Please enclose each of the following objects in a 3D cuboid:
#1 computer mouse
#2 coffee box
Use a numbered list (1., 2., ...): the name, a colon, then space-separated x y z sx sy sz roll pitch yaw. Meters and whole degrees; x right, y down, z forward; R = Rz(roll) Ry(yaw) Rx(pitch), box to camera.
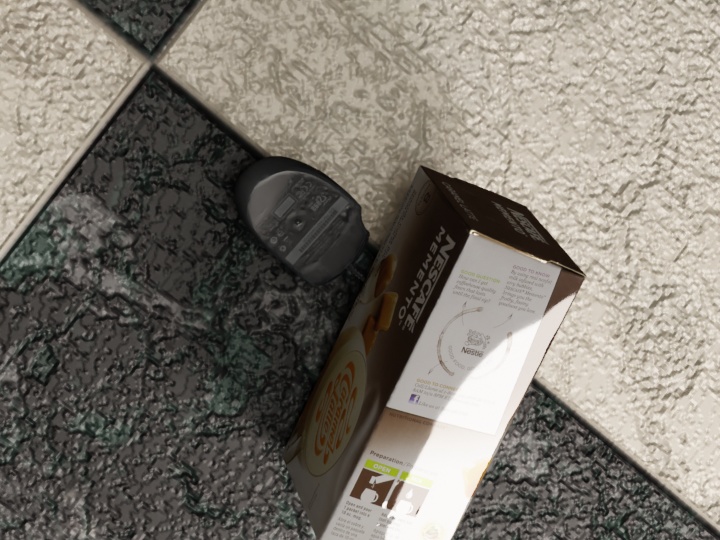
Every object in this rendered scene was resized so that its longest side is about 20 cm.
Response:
1. computer mouse: 0.000 0.000 1.170 0.059 0.034 0.200 -44 116 5
2. coffee box: 0.038 0.057 1.122 0.079 0.114 0.201 20 106 -21
